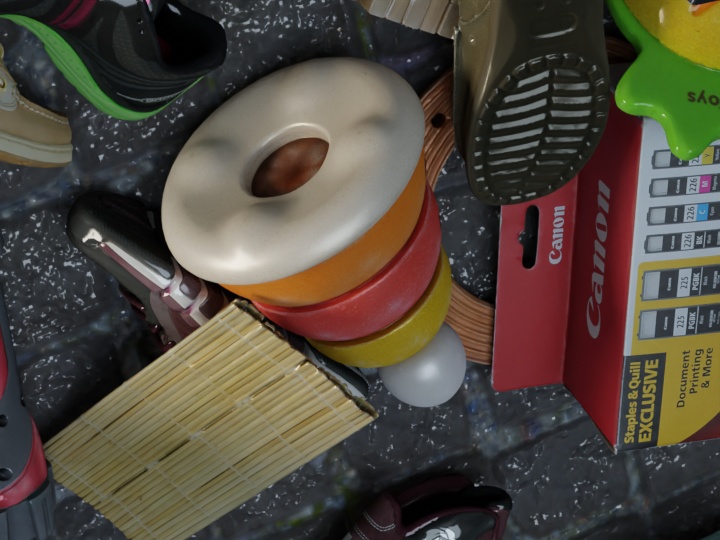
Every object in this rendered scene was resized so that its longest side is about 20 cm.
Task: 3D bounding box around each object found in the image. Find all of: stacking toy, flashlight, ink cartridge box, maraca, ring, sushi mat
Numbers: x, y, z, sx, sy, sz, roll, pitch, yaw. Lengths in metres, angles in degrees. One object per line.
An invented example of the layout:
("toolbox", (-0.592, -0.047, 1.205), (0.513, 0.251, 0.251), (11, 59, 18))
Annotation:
("stacking toy", (0.000, 0.000, 1.141), (0.146, 0.146, 0.200), (-35, 131, 0))
("flashlight", (-0.203, 0.051, 1.123), (0.068, 0.068, 0.200), (-21, 122, -24))
("ink cartridge box", (0.170, -0.009, 1.189), (0.175, 0.084, 0.200), (-7, 117, -15))
("maraca", (0.186, -0.140, 1.108), (0.137, 0.200, 0.107), (5, 152, -4))
("ring", (0.098, -0.040, 1.210), (0.200, 0.019, 0.201), (-7, 116, -14))
("sushi mat", (-0.086, 0.086, 1.138), (0.096, 0.012, 0.200), (42, 132, -14))

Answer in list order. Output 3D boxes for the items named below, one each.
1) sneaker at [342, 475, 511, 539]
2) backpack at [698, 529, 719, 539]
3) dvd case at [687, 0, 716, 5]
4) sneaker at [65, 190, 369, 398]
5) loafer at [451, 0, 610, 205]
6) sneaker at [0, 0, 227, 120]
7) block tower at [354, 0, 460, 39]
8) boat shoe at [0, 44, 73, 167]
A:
("sneaker", (0.075, 0.189, 1.270), (0.200, 0.076, 0.116), (28, 100, -26))
("backpack", (0.228, 0.251, 1.302), (0.200, 0.153, 0.176), (-19, 123, -37))
("dvd case", (0.205, -0.206, 1.072), (0.200, 0.150, 0.025), (-15, 149, -28))
("sneaker", (-0.099, 0.051, 1.158), (0.200, 0.076, 0.116), (36, 105, -27))
("loafer", (0.084, -0.121, 1.082), (0.076, 0.067, 0.200), (-5, 131, -13))
("sneaker", (-0.133, -0.143, 1.025), (0.084, 0.077, 0.200), (-19, 151, 25))
("block tower", (-0.003, -0.164, 1.098), (0.200, 0.054, 0.058), (16, 109, -25))
("boat shoe", (-0.200, -0.096, 1.027), (0.200, 0.074, 0.069), (18, 85, -60))
